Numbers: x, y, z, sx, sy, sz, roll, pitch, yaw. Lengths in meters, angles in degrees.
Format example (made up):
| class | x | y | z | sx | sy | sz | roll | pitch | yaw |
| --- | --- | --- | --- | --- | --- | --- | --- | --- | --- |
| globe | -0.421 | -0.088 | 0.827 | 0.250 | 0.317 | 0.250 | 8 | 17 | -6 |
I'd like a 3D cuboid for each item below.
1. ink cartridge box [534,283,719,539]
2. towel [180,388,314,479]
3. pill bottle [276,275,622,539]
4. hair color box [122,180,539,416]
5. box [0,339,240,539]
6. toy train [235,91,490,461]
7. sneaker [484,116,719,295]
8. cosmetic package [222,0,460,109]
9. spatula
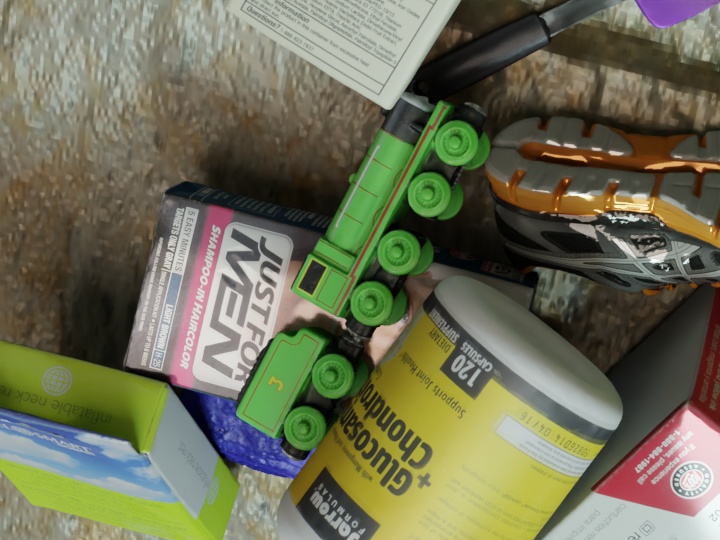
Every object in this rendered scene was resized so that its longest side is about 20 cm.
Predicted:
| class | x | y | z | sx | sy | sz | roll | pitch | yaw |
| --- | --- | --- | --- | --- | --- | --- | --- | --- | --- |
| ink cartridge box | 0.208 | 0.134 | 1.254 | 0.200 | 0.145 | 0.145 | 38 | 121 | -7 |
| towel | 0.002 | 0.072 | 1.335 | 0.199 | 0.050 | 0.148 | 21 | 122 | 4 |
| pill bottle | 0.030 | 0.111 | 1.187 | 0.112 | 0.112 | 0.200 | 35 | 99 | -5 |
| hair color box | -0.014 | 0.027 | 1.269 | 0.199 | 0.061 | 0.101 | 14 | 99 | 4 |
| box | -0.147 | 0.093 | 1.320 | 0.121 | 0.048 | 0.200 | 13 | 160 | 15 |
| toy train | 0.000 | 0.000 | 1.215 | 0.056 | 0.042 | 0.201 | 29 | 96 | 14 |
| sneaker | 0.161 | -0.023 | 1.230 | 0.199 | 0.078 | 0.078 | 13 | 134 | 13 |
| cosmetic package | 0.028 | -0.192 | 1.160 | 0.103 | 0.087 | 0.200 | 33 | 123 | -2 |
| spatula | 0.104 | -0.127 | 1.212 | 0.199 | 0.021 | 0.057 | -25 | 96 | 29 |
